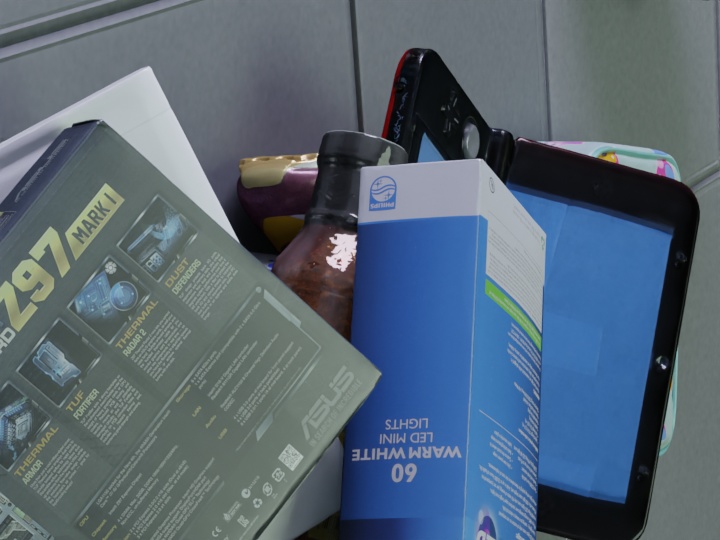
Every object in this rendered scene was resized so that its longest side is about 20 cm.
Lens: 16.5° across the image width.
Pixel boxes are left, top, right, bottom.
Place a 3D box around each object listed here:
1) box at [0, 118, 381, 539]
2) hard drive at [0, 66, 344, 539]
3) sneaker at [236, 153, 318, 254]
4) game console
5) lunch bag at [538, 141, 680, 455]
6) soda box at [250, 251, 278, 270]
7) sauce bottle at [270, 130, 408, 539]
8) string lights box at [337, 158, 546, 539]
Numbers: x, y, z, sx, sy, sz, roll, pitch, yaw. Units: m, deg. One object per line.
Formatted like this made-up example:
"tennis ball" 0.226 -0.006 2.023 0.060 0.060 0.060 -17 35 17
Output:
"box" -0.111 0.066 0.968 0.158 0.051 0.200 42 75 -18
"hard drive" -0.098 0.036 1.016 0.132 0.027 0.201 -30 100 -20
"sneaker" 0.000 0.000 1.259 0.200 0.075 0.091 25 67 -58
"game console" 0.079 0.014 1.215 0.172 0.118 0.201 48 50 -60
"lunch bag" 0.138 0.023 1.502 0.160 0.077 0.201 -2 96 -61
"soda box" -0.079 0.044 1.134 0.200 0.068 0.064 -23 116 -57
"sauce bottle" -0.019 0.039 1.105 0.066 0.066 0.201 35 66 -56
"string lights box" 0.037 0.064 1.061 0.103 0.059 0.201 43 48 -62
